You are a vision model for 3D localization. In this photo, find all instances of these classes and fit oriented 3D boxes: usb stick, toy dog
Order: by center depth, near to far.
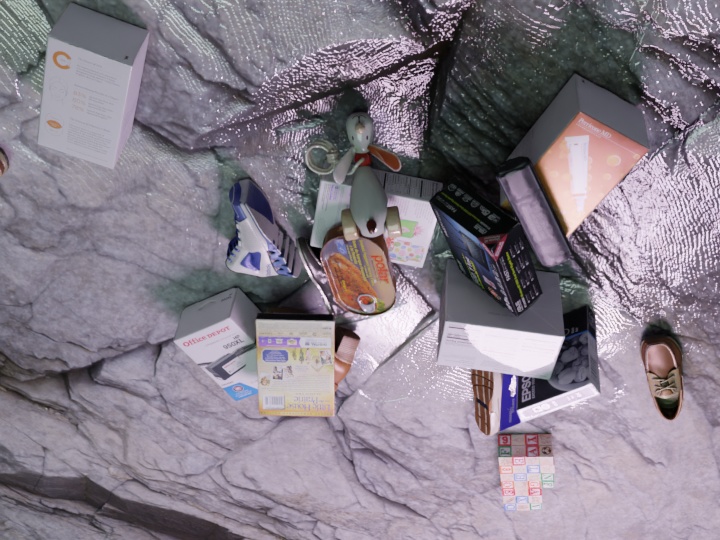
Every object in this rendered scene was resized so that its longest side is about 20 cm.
[{"bbox_3d":[0.256,-0.084,1.334,0.055,0.033,0.201,-22,127,18],"label":"usb stick"},{"bbox_3d":[0.005,-0.130,1.380,0.131,0.096,0.201,-28,101,5],"label":"toy dog"}]

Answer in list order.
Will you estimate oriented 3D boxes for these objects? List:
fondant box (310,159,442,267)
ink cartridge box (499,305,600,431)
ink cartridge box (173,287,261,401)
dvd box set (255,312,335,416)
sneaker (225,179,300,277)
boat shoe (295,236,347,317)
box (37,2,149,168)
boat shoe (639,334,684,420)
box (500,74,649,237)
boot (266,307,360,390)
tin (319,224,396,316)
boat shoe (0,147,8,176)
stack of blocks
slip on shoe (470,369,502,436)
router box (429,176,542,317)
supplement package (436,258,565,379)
[{"bbox_3d":[0.024,-0.092,1.500,0.197,0.059,0.145,12,134,-2],"label":"fondant box"},{"bbox_3d":[0.325,0.171,1.610,0.199,0.199,0.043,-28,119,29],"label":"ink cartridge box"},{"bbox_3d":[-0.238,0.144,1.744,0.143,0.085,0.200,-22,126,26],"label":"ink cartridge box"},{"bbox_3d":[-0.117,0.174,1.666,0.144,0.029,0.202,1,114,1],"label":"dvd box set"},{"bbox_3d":[-0.192,-0.050,1.555,0.114,0.081,0.200,-14,132,18],"label":"sneaker"},{"bbox_3d":[-0.059,0.005,1.606,0.056,0.067,0.201,-23,134,3],"label":"boat shoe"},{"bbox_3d":[-0.401,-0.272,1.361,0.123,0.098,0.201,18,134,-9],"label":"box"},{"bbox_3d":[0.568,0.202,1.689,0.075,0.074,0.201,-13,131,19],"label":"boat shoe"},{"bbox_3d":[0.312,-0.165,1.349,0.123,0.098,0.201,24,132,-14],"label":"box"},{"bbox_3d":[-0.111,0.163,1.716,0.198,0.077,0.157,21,103,-27],"label":"boot"},{"bbox_3d":[0.000,0.000,1.529,0.111,0.042,0.201,0,138,16],"label":"tin"},{"bbox_3d":[-0.687,-0.178,1.498,0.197,0.074,0.076,5,134,3],"label":"boat shoe"},{"bbox_3d":[0.358,0.436,1.953,0.114,0.059,0.201,-3,133,10],"label":"stack of blocks"},{"bbox_3d":[0.263,0.239,1.783,0.060,0.076,0.202,-25,128,-23],"label":"slip on shoe"},{"bbox_3d":[0.200,-0.035,1.440,0.062,0.150,0.201,-40,140,-8],"label":"router box"},{"bbox_3d":[0.237,0.083,1.566,0.197,0.157,0.112,8,133,1],"label":"supplement package"}]
